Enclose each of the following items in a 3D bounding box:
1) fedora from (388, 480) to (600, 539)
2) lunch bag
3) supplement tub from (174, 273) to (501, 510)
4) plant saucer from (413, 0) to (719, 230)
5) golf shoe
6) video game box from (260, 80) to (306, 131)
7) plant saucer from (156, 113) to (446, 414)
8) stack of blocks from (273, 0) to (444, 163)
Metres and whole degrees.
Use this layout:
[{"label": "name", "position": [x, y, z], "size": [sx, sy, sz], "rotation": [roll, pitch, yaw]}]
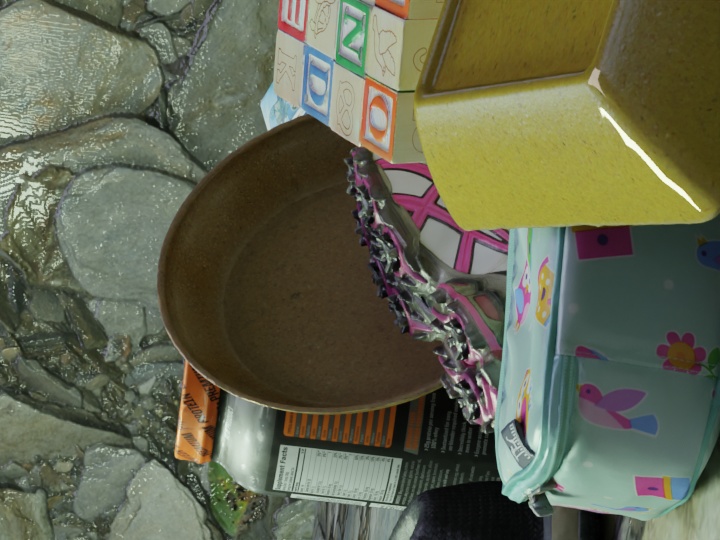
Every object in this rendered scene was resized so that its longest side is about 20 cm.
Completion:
[{"label": "fedora", "position": [0.053, 0.170, 1.166], "size": [0.201, 0.091, 0.202], "rotation": [-173, 90, -86]}, {"label": "lunch bag", "position": [0.097, -0.001, 0.954], "size": [0.160, 0.076, 0.202], "rotation": [119, 159, -78]}, {"label": "supplement tub", "position": [0.007, 0.061, 1.277], "size": [0.123, 0.198, 0.124], "rotation": [-172, 90, -86]}, {"label": "plant saucer", "position": [0.086, -0.117, 0.846], "size": [0.200, 0.048, 0.201], "rotation": [-1, 70, 67]}, {"label": "golf shoe", "position": [0.057, -0.002, 1.116], "size": [0.200, 0.092, 0.073], "rotation": [-126, 20, -49]}, {"label": "video game box", "position": [0.013, -0.079, 1.469], "size": [0.182, 0.047, 0.201], "rotation": [-52, 44, 43]}, {"label": "plant saucer", "position": [0.000, 0.000, 1.206], "size": [0.036, 0.198, 0.201], "rotation": [74, -165, -47]}, {"label": "stack of blocks", "position": [0.020, -0.155, 0.982], "size": [0.115, 0.058, 0.202], "rotation": [34, 124, 58]}]
